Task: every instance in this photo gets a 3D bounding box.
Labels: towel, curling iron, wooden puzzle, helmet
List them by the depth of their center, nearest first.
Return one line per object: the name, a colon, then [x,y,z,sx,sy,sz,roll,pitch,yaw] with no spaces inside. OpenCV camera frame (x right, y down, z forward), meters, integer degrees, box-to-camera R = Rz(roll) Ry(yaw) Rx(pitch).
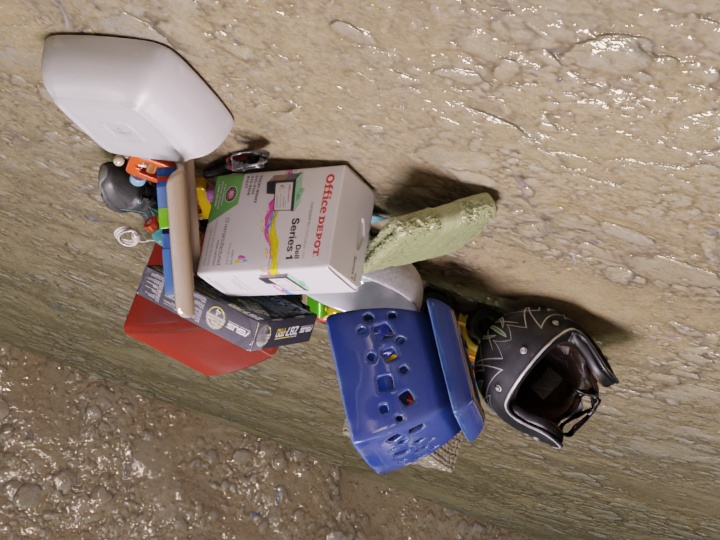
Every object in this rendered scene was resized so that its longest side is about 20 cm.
towel: [0.082,-0.046,1.507,0.148,0.037,0.200,-14,170,-15]
wooden puzzle: [-0.235,-0.056,1.520,0.046,0.186,0.200,-3,-162,-3]
curling iron: [-0.171,-0.140,1.565,0.049,0.026,0.200,-8,-176,-25]
helmet: [0.261,0.146,1.760,0.191,0.200,0.200,42,158,-7]

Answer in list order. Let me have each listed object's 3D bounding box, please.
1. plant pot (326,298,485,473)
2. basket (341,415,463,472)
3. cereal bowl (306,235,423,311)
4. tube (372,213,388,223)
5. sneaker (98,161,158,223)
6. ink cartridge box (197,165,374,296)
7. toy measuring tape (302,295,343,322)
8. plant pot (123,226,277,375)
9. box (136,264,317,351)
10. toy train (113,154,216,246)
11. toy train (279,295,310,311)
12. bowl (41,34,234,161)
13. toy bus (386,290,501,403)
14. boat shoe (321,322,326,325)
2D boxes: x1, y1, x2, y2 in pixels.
plant pot: [0.071,0.158,1.700,0.179,0.201,0.200,-16,156,7]
basket: [0.093,0.291,2.390,0.199,0.161,0.198,8,161,31]
cereal bowl: [0.000,0.000,1.737,0.199,0.084,0.200,15,162,5]
tube: [-0.060,-0.071,1.653,0.200,0.051,0.077,-5,174,43]
sneaker: [-0.306,-0.110,1.745,0.079,0.076,0.200,-7,159,24]
ink cartridge box: [-0.095,-0.049,1.536,0.199,0.145,0.084,-3,156,28]
toy measuring tape: [-0.068,0.034,1.909,0.073,0.074,0.200,29,-177,-31]
plant pot: [-0.217,0.047,1.881,0.176,0.201,0.200,2,157,43]
box: [-0.182,0.047,1.651,0.200,0.049,0.161,24,-170,23]
toy train: [-0.275,-0.106,1.670,0.150,0.056,0.200,15,139,-9]
toy train: [-0.127,-0.007,1.704,0.200,0.034,0.046,62,171,-32]
bowl: [-0.275,-0.197,1.430,0.199,0.075,0.200,10,160,26]
toy bus: [0.129,0.147,1.880,0.199,0.193,0.136,17,161,-3]
boat shoe: [-0.001,0.049,1.924,0.065,0.075,0.202,-13,177,-33]
